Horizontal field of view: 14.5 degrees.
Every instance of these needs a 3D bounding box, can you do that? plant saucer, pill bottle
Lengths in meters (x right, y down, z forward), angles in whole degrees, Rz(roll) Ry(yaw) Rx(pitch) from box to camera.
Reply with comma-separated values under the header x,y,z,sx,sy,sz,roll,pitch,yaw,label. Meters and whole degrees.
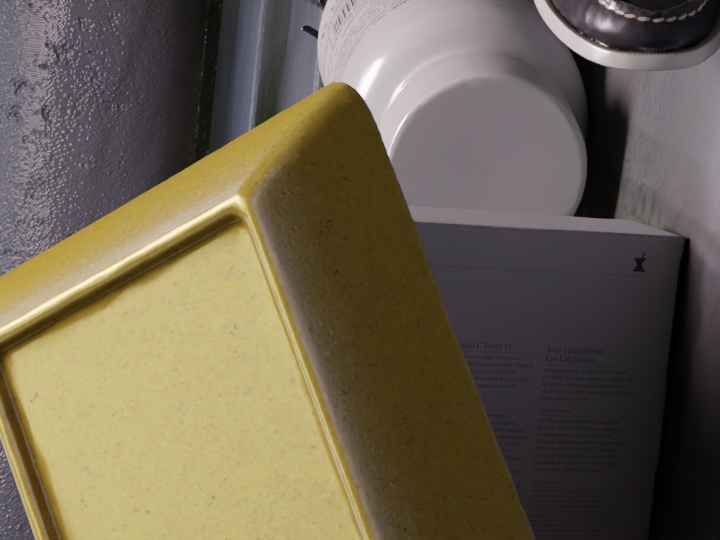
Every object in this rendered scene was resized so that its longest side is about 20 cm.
x,y,z,sx,sy,sz,roll,pitch,yaw,label
-0.053,0.063,0.992,0.199,0.048,0.201,-28,78,33,plant saucer
0.044,-0.077,1.296,0.200,0.114,0.115,-106,22,-68,pill bottle

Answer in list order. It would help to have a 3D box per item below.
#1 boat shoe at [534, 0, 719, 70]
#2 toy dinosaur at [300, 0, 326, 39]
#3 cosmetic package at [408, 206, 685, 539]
x,y,z,sx,sy,sz,roll,pitch,yaw,label
0.105,-0.145,1.080,0.200,0.073,0.061,-83,-2,-55,boat shoe
0.015,-0.094,1.561,0.182,0.104,0.201,-96,12,-66,toy dinosaur
0.019,0.052,1.084,0.052,0.199,0.152,-152,67,-66,cosmetic package
